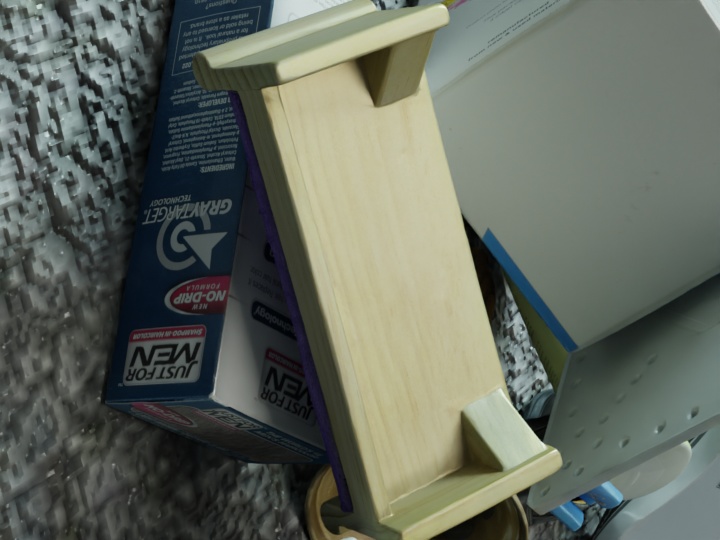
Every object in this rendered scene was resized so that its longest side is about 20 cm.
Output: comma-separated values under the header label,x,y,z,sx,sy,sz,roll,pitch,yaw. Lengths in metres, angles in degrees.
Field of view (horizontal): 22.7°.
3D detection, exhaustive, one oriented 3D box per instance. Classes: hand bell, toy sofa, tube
label,x,y,z,sx,sy,sz,roll,pitch,yaw
hand bell,0.041,0.055,0.888,0.201,0.103,0.105,-75,145,-50
toy sofa,0.000,0.000,0.707,0.082,0.097,0.202,-23,106,-28
tube,0.110,0.025,0.952,0.058,0.051,0.201,101,-29,-50

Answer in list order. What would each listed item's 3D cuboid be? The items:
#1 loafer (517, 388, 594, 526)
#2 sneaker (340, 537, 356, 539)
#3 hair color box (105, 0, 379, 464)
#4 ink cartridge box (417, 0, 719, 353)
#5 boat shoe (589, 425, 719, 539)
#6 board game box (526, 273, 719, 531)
label,x,y,z,sx,sy,sz,roll,pitch,yaw
loafer,0.120,0.106,0.996,0.199,0.072,0.074,-16,99,-59
sneaker,-0.043,0.155,0.739,0.200,0.098,0.071,87,-6,-71
hair color box,-0.041,-0.028,0.760,0.100,0.060,0.202,31,61,-50
ink cartridge box,0.119,-0.094,0.867,0.148,0.144,0.201,50,22,-19
boat shoe,0.198,0.114,1.059,0.068,0.200,0.057,30,17,-36
board game box,0.173,0.011,0.827,0.026,0.199,0.201,41,41,-16
